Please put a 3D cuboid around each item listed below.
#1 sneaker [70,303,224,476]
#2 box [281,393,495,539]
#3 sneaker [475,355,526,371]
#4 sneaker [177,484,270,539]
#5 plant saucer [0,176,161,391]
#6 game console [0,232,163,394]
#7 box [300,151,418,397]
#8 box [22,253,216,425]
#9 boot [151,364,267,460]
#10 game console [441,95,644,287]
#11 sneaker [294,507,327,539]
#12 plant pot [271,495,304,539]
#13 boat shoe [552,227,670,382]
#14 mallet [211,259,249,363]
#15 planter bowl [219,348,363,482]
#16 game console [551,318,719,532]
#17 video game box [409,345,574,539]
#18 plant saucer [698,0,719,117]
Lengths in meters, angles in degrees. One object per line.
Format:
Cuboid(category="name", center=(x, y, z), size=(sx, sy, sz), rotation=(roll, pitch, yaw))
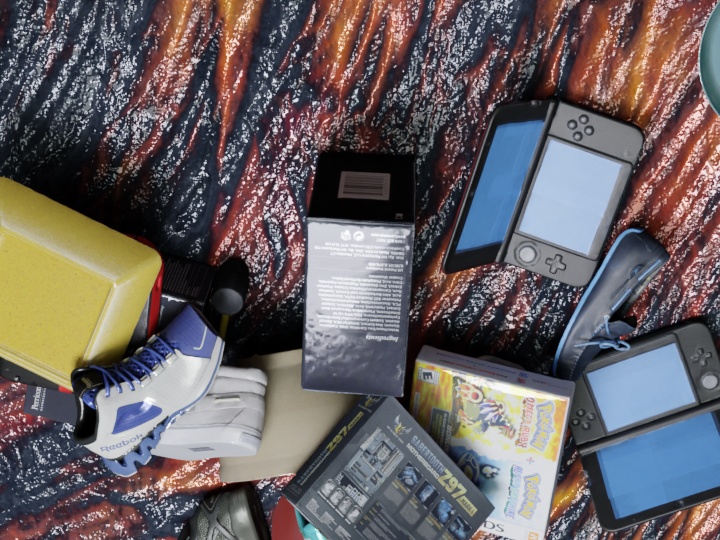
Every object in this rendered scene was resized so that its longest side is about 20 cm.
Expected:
Cuboid(category="sneaker", center=(-0.240, 0.122, 1.424), size=(0.200, 0.080, 0.115), rotation=(-54, 137, 3))
Cuboid(category="box", center=(0.033, 0.251, 1.457), size=(0.158, 0.051, 0.200), rotation=(-48, 114, -12))
Cuboid(category="sneaker", center=(0.183, 0.183, 1.592), size=(0.104, 0.076, 0.200), rotation=(-40, 103, 23))
Cuboid(category="sneaker", center=(-0.166, 0.375, 1.694), size=(0.113, 0.076, 0.202), rotation=(-13, 106, 12))
Cuboid(category="plant saucer", center=(-0.337, 0.032, 1.426), size=(0.198, 0.049, 0.202), rotation=(25, 114, -3))
Cuboid(category="game console", center=(-0.310, 0.046, 1.471), size=(0.174, 0.031, 0.203), rotation=(11, 113, 3))
Cuboid(category="box", center=(0.000, 0.000, 1.453), size=(0.116, 0.197, 0.203), rotation=(3, 115, 2))
Cuboid(category="box", center=(-0.279, 0.080, 1.552), size=(0.180, 0.104, 0.202), rotation=(15, 114, -4))
Cuboid(category="boot", center=(-0.181, 0.155, 1.489), size=(0.198, 0.097, 0.073), rotation=(-6, 153, 35))
Cuboid(category="game console", center=(0.199, -0.075, 1.451), size=(0.170, 0.119, 0.202), rotation=(19, 114, 4))
Cuboid(category="sneaker", center=(-0.043, 0.268, 1.550), size=(0.077, 0.200, 0.080), rotation=(-25, 113, 1))
Cuboid(category="plant pot", center=(-0.021, 0.371, 1.631), size=(0.197, 0.178, 0.203), rotation=(1, 115, 3))
Cuboid(category="boat shoe", center=(0.284, 0.051, 1.519), size=(0.068, 0.084, 0.202), rotation=(32, 117, 19))
Cuboid(category="mallet", center=(-0.166, 0.089, 1.572), size=(0.041, 0.066, 0.202), rotation=(12, 114, -4))
Cuboid(category="planter bowl", center=(-0.077, 0.159, 1.547), size=(0.197, 0.200, 0.137), rotation=(-11, 86, 7))
Cuboid(category="game console", center=(0.343, 0.181, 1.562), size=(0.198, 0.119, 0.172), rotation=(-21, 112, 11))
Cuboid(category="video game box", center=(0.141, 0.203, 1.538), size=(0.180, 0.047, 0.203), rotation=(11, 115, 12))
Cuboid(category="plant saucer", center=(0.457, -0.235, 1.421), size=(0.197, 0.027, 0.203), rotation=(1, 114, 3))
